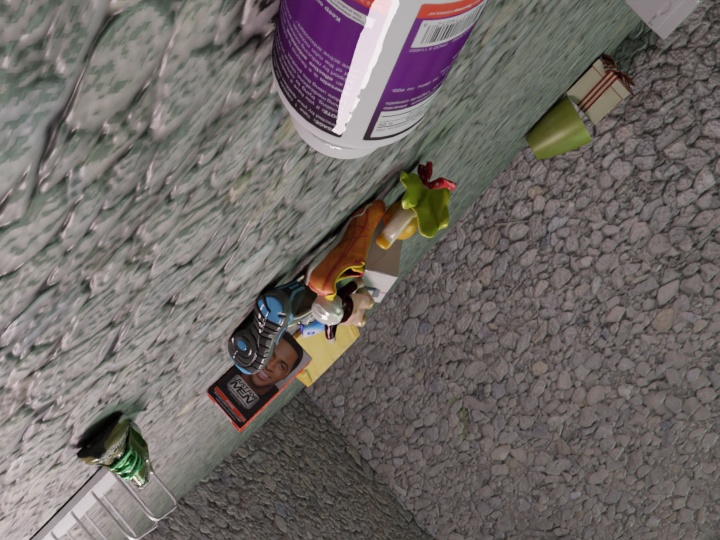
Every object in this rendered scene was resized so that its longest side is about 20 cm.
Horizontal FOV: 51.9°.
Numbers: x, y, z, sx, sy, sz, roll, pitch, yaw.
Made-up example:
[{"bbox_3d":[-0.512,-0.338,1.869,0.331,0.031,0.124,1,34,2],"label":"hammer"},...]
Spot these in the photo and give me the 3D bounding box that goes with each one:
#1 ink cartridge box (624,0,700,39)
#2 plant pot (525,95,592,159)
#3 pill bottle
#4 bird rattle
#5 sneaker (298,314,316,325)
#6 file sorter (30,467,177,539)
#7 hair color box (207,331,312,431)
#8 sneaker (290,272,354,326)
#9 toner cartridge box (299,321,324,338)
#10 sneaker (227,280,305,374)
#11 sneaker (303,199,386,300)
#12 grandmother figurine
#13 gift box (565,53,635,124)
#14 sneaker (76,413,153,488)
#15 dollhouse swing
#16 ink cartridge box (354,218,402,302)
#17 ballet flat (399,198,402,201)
[{"bbox_3d":[0.800,-0.719,1.853,0.200,0.146,0.147,-42,174,-25],"label":"ink cartridge box"},{"bbox_3d":[0.707,-0.498,2.689,0.198,0.190,0.187,-30,178,17],"label":"plant pot"},{"bbox_3d":[0.007,-0.148,0.430,0.112,0.113,0.200,-41,174,-23],"label":"pill bottle"},{"bbox_3d":[0.081,-0.110,1.268,0.163,0.112,0.200,-48,-170,13],"label":"bird rattle"},{"bbox_3d":[-0.085,0.064,1.413,0.115,0.075,0.200,-42,175,2],"label":"sneaker"},{"bbox_3d":[-0.428,0.426,1.239,0.200,0.125,0.139,-44,173,0],"label":"file sorter"},{"bbox_3d":[-0.201,0.213,1.480,0.200,0.102,0.061,-44,175,-19],"label":"hair color box"},{"bbox_3d":[-0.066,0.022,1.267,0.199,0.067,0.090,-41,179,-10],"label":"sneaker"},{"bbox_3d":[-0.087,0.098,1.605,0.093,0.044,0.200,-19,169,-8],"label":"toner cartridge box"},{"bbox_3d":[-0.147,0.094,1.184,0.082,0.073,0.200,-38,171,-49],"label":"sneaker"},{"bbox_3d":[-0.013,-0.033,1.206,0.201,0.077,0.073,-53,177,-22],"label":"sneaker"},{"bbox_3d":[-0.033,0.067,1.273,0.200,0.059,0.124,17,88,-72],"label":"grandmother figurine"},{"bbox_3d":[0.864,-0.642,2.636,0.187,0.185,0.200,-45,180,26],"label":"gift box"},{"bbox_3d":[-0.317,0.254,1.007,0.077,0.089,0.200,-42,173,-11],"label":"sneaker"},{"bbox_3d":[-0.130,0.164,1.954,0.200,0.177,0.181,-43,-145,-16],"label":"dollhouse swing"},{"bbox_3d":[0.026,-0.015,1.410,0.200,0.066,0.120,121,-21,-69],"label":"ink cartridge box"},{"bbox_3d":[0.066,-0.083,1.530,0.201,0.067,0.076,-51,-173,31],"label":"ballet flat"}]
